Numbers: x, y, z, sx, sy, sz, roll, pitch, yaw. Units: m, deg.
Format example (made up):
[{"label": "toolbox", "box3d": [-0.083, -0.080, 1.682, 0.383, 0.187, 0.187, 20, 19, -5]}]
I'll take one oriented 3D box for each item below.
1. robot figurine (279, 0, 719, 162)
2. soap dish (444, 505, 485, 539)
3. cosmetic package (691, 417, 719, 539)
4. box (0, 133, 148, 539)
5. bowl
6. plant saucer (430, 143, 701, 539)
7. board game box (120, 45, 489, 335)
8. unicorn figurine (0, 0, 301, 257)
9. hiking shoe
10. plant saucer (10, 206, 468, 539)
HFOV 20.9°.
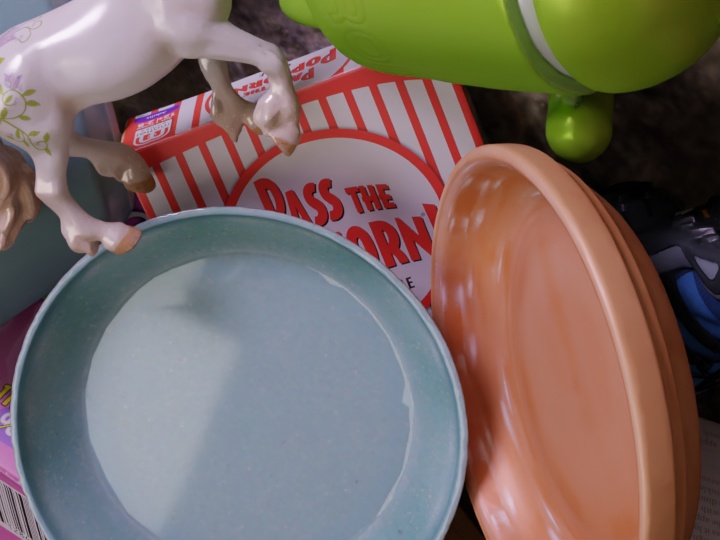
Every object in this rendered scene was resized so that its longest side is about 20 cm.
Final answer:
[{"label": "robot figurine", "box3d": [0.057, -0.126, 0.725, 0.200, 0.116, 0.176, 10, 123, 40]}, {"label": "soap dish", "box3d": [0.023, 0.193, 1.001, 0.157, 0.081, 0.200, -25, 107, 48]}, {"label": "cosmetic package", "box3d": [0.139, 0.162, 0.814, 0.102, 0.200, 0.074, 19, 142, -7]}, {"label": "box", "box3d": [-0.130, 0.048, 0.995, 0.176, 0.200, 0.097, 30, 146, 24]}, {"label": "bowl", "box3d": [-0.169, -0.069, 0.900, 0.201, 0.105, 0.201, 164, 90, -80]}, {"label": "plant saucer", "box3d": [0.080, 0.047, 0.767, 0.200, 0.037, 0.201, 169, 90, -74]}, {"label": "board game box", "box3d": [0.000, 0.000, 0.886, 0.151, 0.046, 0.200, -20, 113, 8]}, {"label": "unicorn figurine", "box3d": [-0.087, -0.094, 0.780, 0.137, 0.200, 0.074, 54, 175, -30]}, {"label": "hiking shoe", "box3d": [0.148, 0.013, 0.791, 0.200, 0.074, 0.087, 9, 118, 54]}, {"label": "plant saucer", "box3d": [-0.052, 0.067, 0.855, 0.200, 0.036, 0.200, 2, 103, 7]}]
